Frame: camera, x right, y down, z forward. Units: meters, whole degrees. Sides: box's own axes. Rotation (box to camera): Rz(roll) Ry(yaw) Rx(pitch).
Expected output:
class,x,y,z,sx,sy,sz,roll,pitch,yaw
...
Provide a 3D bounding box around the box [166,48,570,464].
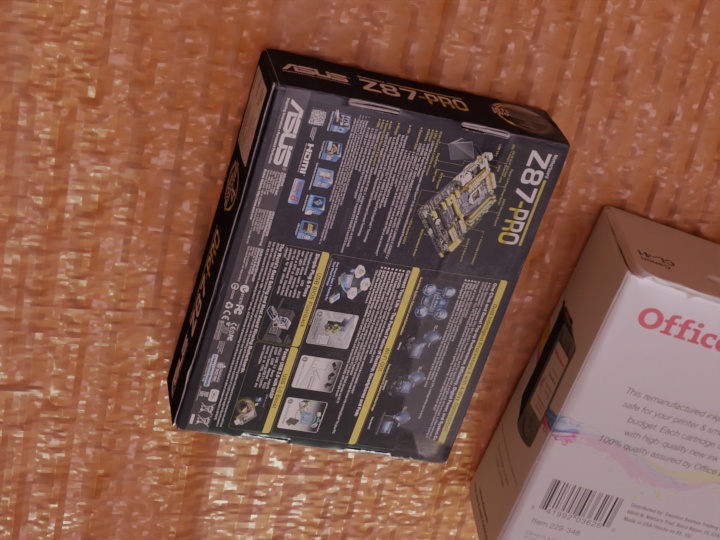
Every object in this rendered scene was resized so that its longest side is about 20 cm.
class,x,y,z,sx,sy,sz,roll,pitch,yaw
box,0.000,0.000,0.739,0.159,0.049,0.202,9,117,-18

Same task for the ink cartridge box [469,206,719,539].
class,x,y,z,sx,sy,sz,roll,pitch,yaw
ink cartridge box,0.165,0.086,0.801,0.146,0.086,0.202,17,114,-12
